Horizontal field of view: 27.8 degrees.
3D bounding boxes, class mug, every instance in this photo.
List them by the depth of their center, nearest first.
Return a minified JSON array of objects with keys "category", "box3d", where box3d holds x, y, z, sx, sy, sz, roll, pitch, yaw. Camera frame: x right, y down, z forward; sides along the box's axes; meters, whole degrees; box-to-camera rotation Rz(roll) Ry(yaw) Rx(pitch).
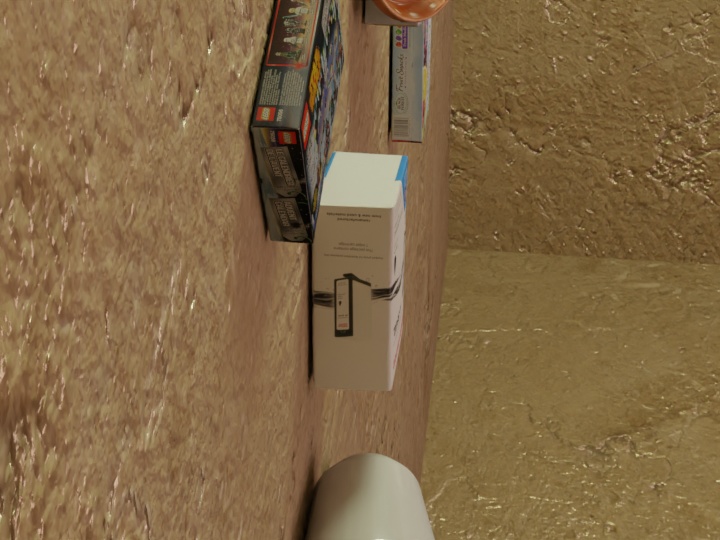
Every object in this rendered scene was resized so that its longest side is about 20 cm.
[{"category":"mug","box3d":[-0.007,0.278,1.489,0.150,0.186,0.154,49,23,-32]}]

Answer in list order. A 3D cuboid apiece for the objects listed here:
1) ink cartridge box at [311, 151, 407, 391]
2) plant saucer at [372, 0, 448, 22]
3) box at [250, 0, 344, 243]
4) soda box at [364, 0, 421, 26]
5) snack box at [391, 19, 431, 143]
[{"category":"ink cartridge box","box3d":[0.000,0.000,1.463,0.146,0.084,0.201,-75,166,-64]},{"category":"plant saucer","box3d":[0.056,-0.385,1.658,0.200,0.032,0.202,-15,110,-50]},{"category":"box","box3d":[-0.046,-0.142,1.146,0.137,0.040,0.201,84,12,-54]},{"category":"soda box","box3d":[0.044,-0.394,1.738,0.064,0.068,0.202,-61,154,-77]},{"category":"snack box","box3d":[0.077,-0.311,2.189,0.142,0.053,0.201,-78,170,-63]}]
